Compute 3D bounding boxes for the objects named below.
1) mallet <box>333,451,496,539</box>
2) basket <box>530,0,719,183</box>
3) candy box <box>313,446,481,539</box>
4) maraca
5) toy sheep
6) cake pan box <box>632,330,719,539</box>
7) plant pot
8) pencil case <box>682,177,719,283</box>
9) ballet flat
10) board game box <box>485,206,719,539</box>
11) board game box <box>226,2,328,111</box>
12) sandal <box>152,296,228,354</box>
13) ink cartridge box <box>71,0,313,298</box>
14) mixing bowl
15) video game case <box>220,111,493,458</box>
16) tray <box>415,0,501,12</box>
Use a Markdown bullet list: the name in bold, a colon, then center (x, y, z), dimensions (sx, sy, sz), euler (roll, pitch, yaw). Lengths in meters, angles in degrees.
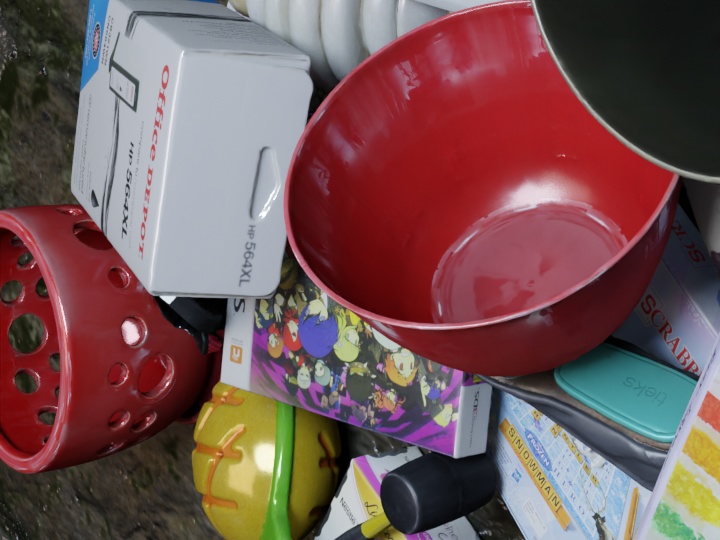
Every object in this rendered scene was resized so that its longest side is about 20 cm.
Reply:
- **mallet**: center (0.019, 0.157, 0.929), dimensions (0.042, 0.065, 0.200), euler (66, 152, 14)
- **basket**: center (0.194, -0.119, 0.609), dimensions (0.181, 0.198, 0.137), euler (49, 131, 35)
- **candy box**: center (0.015, 0.241, 1.014), dimensions (0.137, 0.060, 0.201), euler (52, 132, 36)
- **maraca**: center (-0.067, 0.150, 1.054), dimensions (0.138, 0.105, 0.202), euler (111, 160, -54)
- **toy sheep**: center (-0.001, -0.169, 0.926), dimensions (0.198, 0.138, 0.140), euler (14, 108, 24)
- **cake pan box**: center (0.228, 0.113, 0.646), dimensions (0.198, 0.052, 0.186), euler (23, 120, 9)
- **plant pot**: center (-0.200, 0.047, 1.173), dimensions (0.199, 0.181, 0.203), euler (10, 102, 52)
- **pencil case**: center (0.197, -0.061, 0.715), dimensions (0.089, 0.078, 0.202), euler (-22, 75, 20)
- **ballet flat**: center (0.105, 0.054, 0.770), dimensions (0.199, 0.072, 0.074), euler (34, 121, 39)
- **board game box**: center (0.143, 0.076, 0.823), dimensions (0.201, 0.041, 0.200), euler (61, 138, 28)
- **board game box**: center (-0.054, -0.075, 1.078), dimensions (0.200, 0.041, 0.202), euler (47, 130, 39)
- **sandal**: center (-0.116, 0.027, 1.012), dimensions (0.075, 0.200, 0.045), euler (38, 94, 7)
- **ink cartridge box**: center (-0.111, -0.085, 0.916), dimensions (0.200, 0.083, 0.148), euler (-140, 56, -59)
- **mixing bowl**: center (0.071, -0.024, 0.728), dimensions (0.200, 0.199, 0.109), euler (42, 167, 41)
- **video game case**: center (0.000, 0.000, 0.897), dimensions (0.198, 0.036, 0.184), euler (14, 101, 40)
- **tray**: center (0.068, -0.192, 0.820), dimensions (0.198, 0.022, 0.109), euler (18, 112, 12)
